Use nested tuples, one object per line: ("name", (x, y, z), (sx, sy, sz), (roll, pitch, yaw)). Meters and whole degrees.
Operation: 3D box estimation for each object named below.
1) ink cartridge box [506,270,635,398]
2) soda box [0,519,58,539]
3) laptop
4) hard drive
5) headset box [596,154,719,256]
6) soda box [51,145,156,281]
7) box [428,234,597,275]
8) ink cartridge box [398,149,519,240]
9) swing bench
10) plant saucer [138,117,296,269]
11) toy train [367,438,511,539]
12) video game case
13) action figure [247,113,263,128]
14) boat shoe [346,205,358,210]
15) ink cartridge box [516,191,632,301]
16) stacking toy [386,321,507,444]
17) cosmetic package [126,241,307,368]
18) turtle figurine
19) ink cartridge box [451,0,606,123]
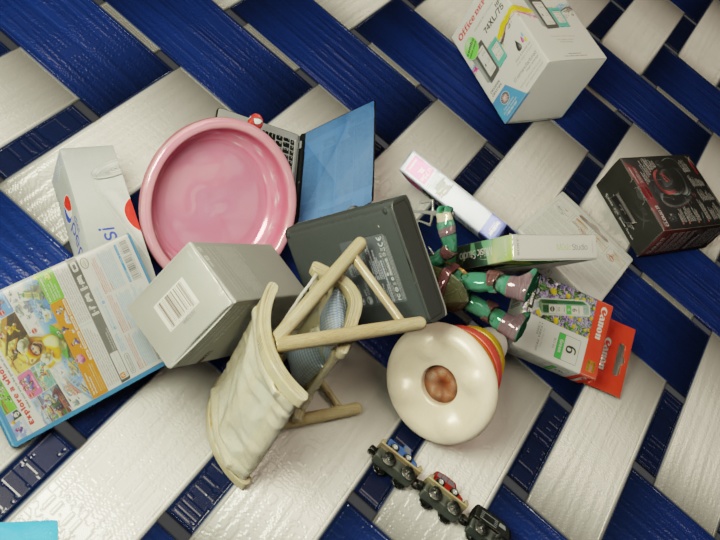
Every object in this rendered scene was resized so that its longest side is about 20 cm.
("ink cartridge box", (0.296, 0.090, 1.289), (0.196, 0.050, 0.111), (23, 73, -11))
("soda box", (-0.364, 0.262, 0.806), (0.196, 0.064, 0.069), (4, 55, -26))
("laptop", (-0.092, -0.153, 1.235), (0.196, 0.116, 0.190), (17, 49, -17))
("hard drive", (0.000, 0.000, 1.086), (0.033, 0.198, 0.142), (-27, 101, -40))
("headset box", (0.497, -0.110, 1.560), (0.196, 0.075, 0.151), (-7, 60, -33))
("soda box", (-0.294, -0.045, 1.075), (0.067, 0.064, 0.203), (-7, 60, -31))
("box", (0.194, -0.018, 1.243), (0.141, 0.199, 0.037), (-1, 83, -29))
("ink cartridge box", (0.146, -0.086, 1.314), (0.199, 0.042, 0.119), (37, 4, 11))
("swing bench", (-0.066, 0.098, 1.004), (0.198, 0.200, 0.130), (-26, 70, -40))
("plant saucer", (-0.172, -0.080, 1.117), (0.197, 0.206, 0.051), (-4, 15, -32))
("toy train", (0.093, 0.258, 1.086), (0.198, 0.034, 0.046), (37, 43, -1))
("video game case", (-0.296, 0.067, 0.964), (0.198, 0.018, 0.146), (-28, 99, -32))
("action figure", (-0.185, -0.138, 1.193), (0.064, 0.052, 0.201), (20, 49, 24))
("boat shoe", (0.035, -0.035, 1.206), (0.198, 0.068, 0.072), (24, 29, -47))
("ink cartridge box", (0.319, -0.026, 1.429), (0.160, 0.047, 0.199), (45, 37, 8))
("stacking toy", (0.133, 0.118, 1.177), (0.147, 0.147, 0.199), (48, 29, 12))
("cosmetic package", (-0.147, 0.033, 1.014), (0.091, 0.107, 0.199), (50, 17, 15))
("turtle figurine", (0.114, 0.009, 1.148), (0.197, 0.151, 0.101), (25, 61, 21))
("ink cartridge box", (0.281, -0.378, 1.593), (0.144, 0.147, 0.203), (-11, 61, -33))
